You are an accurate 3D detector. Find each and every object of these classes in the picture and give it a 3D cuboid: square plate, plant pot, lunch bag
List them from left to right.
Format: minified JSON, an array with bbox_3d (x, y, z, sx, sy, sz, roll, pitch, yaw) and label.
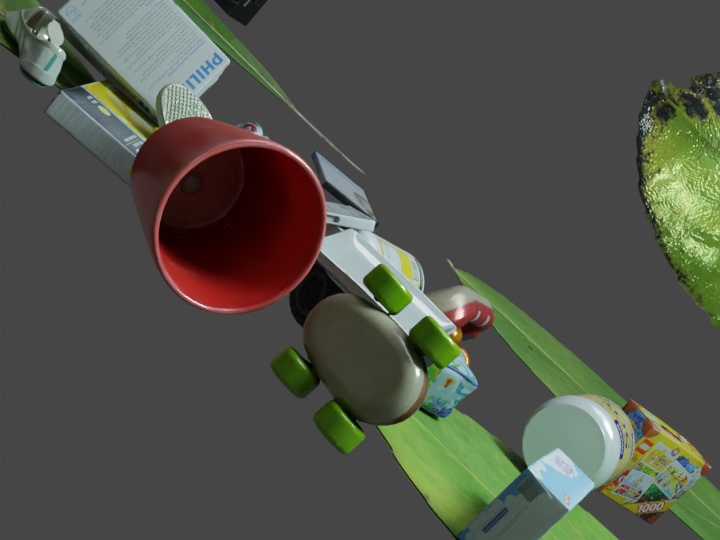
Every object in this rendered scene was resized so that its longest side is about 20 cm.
[{"bbox_3d":[-0.161,-0.075,1.335,0.200,0.201,0.177,34,4,-36],"label":"plant pot"},{"bbox_3d":[0.029,0.028,1.555,0.198,0.028,0.200,43,15,6],"label":"square plate"},{"bbox_3d":[0.058,0.102,1.644,0.200,0.082,0.161,33,17,-41],"label":"lunch bag"}]

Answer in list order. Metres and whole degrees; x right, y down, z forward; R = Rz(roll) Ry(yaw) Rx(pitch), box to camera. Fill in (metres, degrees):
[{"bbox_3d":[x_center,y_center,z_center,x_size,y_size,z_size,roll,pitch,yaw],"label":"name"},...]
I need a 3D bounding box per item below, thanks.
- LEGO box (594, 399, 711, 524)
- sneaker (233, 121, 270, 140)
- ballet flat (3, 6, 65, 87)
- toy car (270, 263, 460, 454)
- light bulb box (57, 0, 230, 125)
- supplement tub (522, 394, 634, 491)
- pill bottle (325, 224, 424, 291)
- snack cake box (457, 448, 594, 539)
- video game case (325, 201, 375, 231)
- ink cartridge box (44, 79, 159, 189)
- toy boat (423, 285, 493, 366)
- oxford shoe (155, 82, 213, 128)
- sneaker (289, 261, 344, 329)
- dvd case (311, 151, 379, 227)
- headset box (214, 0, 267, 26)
[{"bbox_3d":[0.480,0.330,2.079,0.200,0.149,0.077,33,15,-38],"label":"LEGO box"},{"bbox_3d":[-0.195,-0.192,1.816,0.079,0.096,0.200,47,12,22],"label":"sneaker"},{"bbox_3d":[-0.409,-0.299,1.558,0.069,0.069,0.200,34,14,-36],"label":"ballet flat"},{"bbox_3d":[0.025,0.115,1.345,0.158,0.164,0.200,49,0,26],"label":"toy car"},{"bbox_3d":[-0.295,-0.302,1.651,0.200,0.125,0.198,46,-6,-10],"label":"light bulb box"},{"bbox_3d":[0.325,0.259,1.823,0.145,0.145,0.200,47,12,18],"label":"supplement tub"},{"bbox_3d":[0.000,0.000,1.742,0.112,0.112,0.200,51,14,33],"label":"pill bottle"},{"bbox_3d":[0.195,0.275,1.401,0.067,0.115,0.200,46,11,14],"label":"snack cake box"},{"bbox_3d":[-0.092,-0.090,1.703,0.200,0.017,0.143,10,9,-17],"label":"video game case"},{"bbox_3d":[-0.281,-0.154,1.526,0.200,0.047,0.198,40,11,-5],"label":"ink cartridge box"},{"bbox_3d":[0.134,0.102,1.870,0.200,0.130,0.131,25,52,-66],"label":"toy boat"},{"bbox_3d":[-0.209,-0.145,1.555,0.058,0.075,0.200,8,-49,55],"label":"oxford shoe"},{"bbox_3d":[-0.058,0.023,1.575,0.091,0.076,0.200,40,12,-50],"label":"sneaker"},{"bbox_3d":[-0.032,-0.165,2.460,0.143,0.018,0.200,38,12,-21],"label":"dvd case"},{"bbox_3d":[-0.331,-0.800,3.343,0.200,0.174,0.093,48,13,26],"label":"headset box"}]
